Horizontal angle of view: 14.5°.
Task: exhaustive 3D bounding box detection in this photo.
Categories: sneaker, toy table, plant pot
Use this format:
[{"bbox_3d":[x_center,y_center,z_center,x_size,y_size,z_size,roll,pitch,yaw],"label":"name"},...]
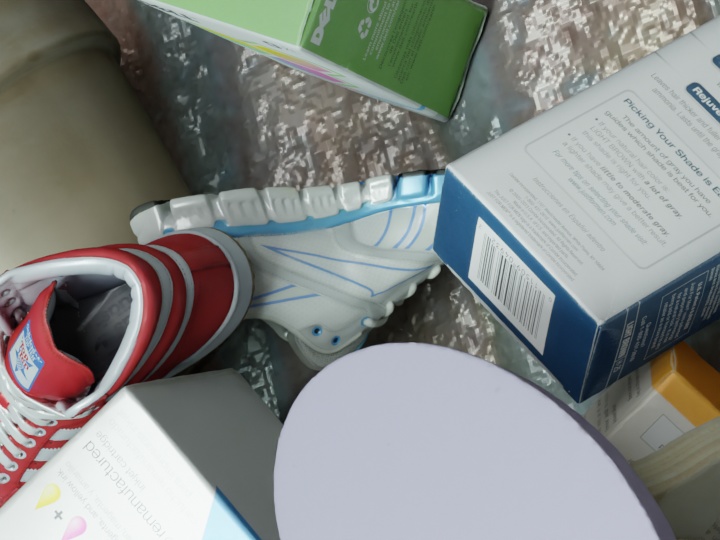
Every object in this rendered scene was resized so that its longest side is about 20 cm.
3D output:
[{"bbox_3d":[0.000,0.000,1.276,0.200,0.075,0.087,-8,89,-8],"label":"sneaker"},{"bbox_3d":[0.069,0.117,1.072,0.184,0.117,0.200,-42,57,14],"label":"toy table"},{"bbox_3d":[-0.154,-0.007,1.336,0.200,0.200,0.174,-45,82,13],"label":"plant pot"},{"bbox_3d":[-0.142,0.055,1.201,0.200,0.112,0.071,-44,78,18],"label":"sneaker"}]

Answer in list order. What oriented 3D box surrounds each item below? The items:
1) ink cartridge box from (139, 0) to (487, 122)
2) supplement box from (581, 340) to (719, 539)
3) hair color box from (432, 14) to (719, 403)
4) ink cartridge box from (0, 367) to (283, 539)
[{"bbox_3d":[-0.036,-0.128,1.273,0.104,0.200,0.059,21,91,29],"label":"ink cartridge box"},{"bbox_3d":[0.107,0.142,1.194,0.126,0.074,0.200,43,102,-6],"label":"supplement box"},{"bbox_3d":[0.139,-0.037,1.182,0.200,0.061,0.100,-29,61,-25],"label":"hair color box"},{"bbox_3d":[-0.103,0.157,1.204,0.200,0.125,0.129,-44,78,14],"label":"ink cartridge box"}]
